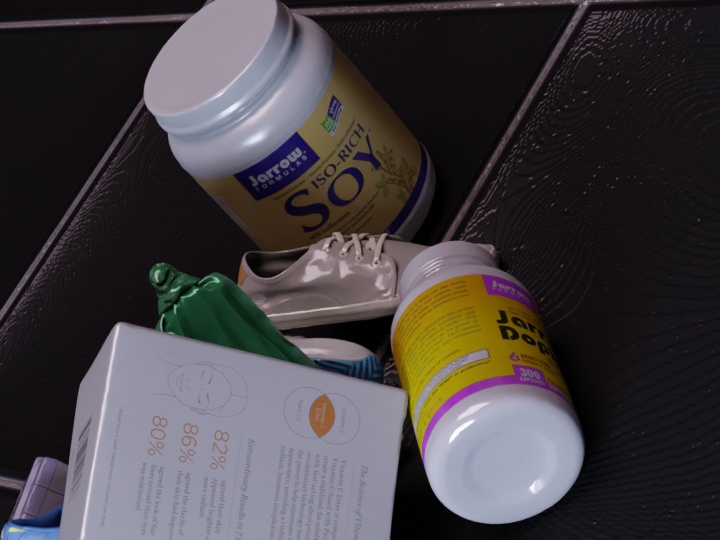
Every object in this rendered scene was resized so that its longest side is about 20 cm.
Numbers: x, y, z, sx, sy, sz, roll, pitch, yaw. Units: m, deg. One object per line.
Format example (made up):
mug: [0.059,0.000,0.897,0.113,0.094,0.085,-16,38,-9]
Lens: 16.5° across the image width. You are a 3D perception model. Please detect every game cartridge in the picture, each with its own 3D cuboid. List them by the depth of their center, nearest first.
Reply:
game cartridge: [-0.243,0.204,1.753,0.200,0.038,0.131,132,155,-73]

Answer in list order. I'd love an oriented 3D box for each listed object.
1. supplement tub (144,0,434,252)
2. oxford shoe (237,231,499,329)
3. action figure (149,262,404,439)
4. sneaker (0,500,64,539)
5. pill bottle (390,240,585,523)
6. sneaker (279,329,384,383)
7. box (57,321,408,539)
supplement tub: [-0.052,-0.098,1.847,0.145,0.200,0.146,-28,36,23]
oxford shoe: [0.000,0.000,1.781,0.198,0.058,0.075,-8,16,13]
action figure: [-0.077,0.073,1.703,0.118,0.200,0.055,-39,7,3]
sneaker: [-0.153,0.200,1.635,0.076,0.199,0.106,16,101,61]
pill bottle: [0.077,0.066,1.629,0.104,0.104,0.201,-35,34,13]
sneaker: [-0.064,0.070,1.804,0.199,0.077,0.081,-8,39,37]
box: [-0.084,0.141,1.583,0.106,0.198,0.153,128,153,-59]
